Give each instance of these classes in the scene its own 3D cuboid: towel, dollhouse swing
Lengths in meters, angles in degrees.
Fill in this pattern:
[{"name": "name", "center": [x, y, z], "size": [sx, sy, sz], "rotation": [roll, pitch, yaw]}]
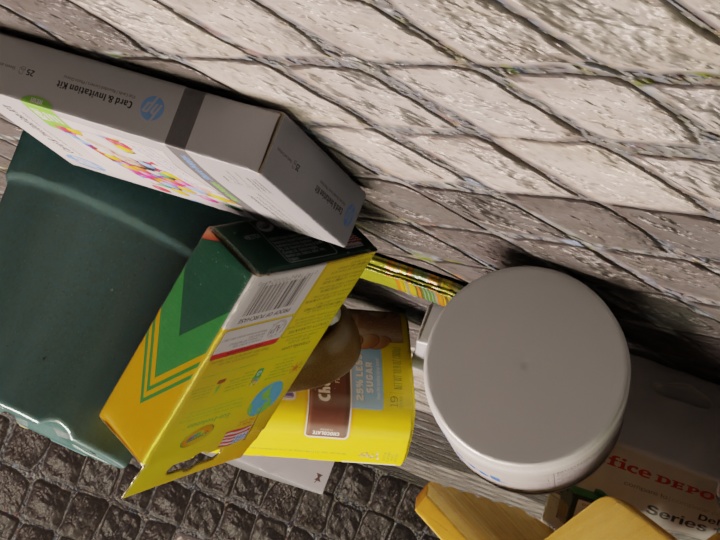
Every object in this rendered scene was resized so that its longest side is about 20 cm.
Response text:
[{"name": "towel", "center": [0.000, 0.000, 1.477], "size": [0.200, 0.018, 0.086], "rotation": [19, 171, 13]}, {"name": "dollhouse swing", "center": [0.171, 0.182, 1.370], "size": [0.200, 0.182, 0.176], "rotation": [23, -147, -48]}]

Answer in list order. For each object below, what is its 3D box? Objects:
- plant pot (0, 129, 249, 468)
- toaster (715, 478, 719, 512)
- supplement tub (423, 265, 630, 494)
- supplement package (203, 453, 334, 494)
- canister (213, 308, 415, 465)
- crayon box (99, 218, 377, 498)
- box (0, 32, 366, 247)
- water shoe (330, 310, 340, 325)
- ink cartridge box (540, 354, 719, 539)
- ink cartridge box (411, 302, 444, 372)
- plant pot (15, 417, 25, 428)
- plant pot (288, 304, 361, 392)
[{"name": "plant pot", "center": [-0.186, 0.019, 1.371], "size": [0.200, 0.196, 0.200], "rotation": [24, 169, 5]}, {"name": "toaster", "center": [0.333, 0.147, 1.308], "size": [0.200, 0.114, 0.129], "rotation": [20, 176, -28]}, {"name": "supplement tub", "center": [0.112, 0.077, 1.314], "size": [0.132, 0.132, 0.200], "rotation": [19, 171, 11]}, {"name": "supplement package", "center": [-0.120, 0.145, 2.228], "size": [0.152, 0.151, 0.200], "rotation": [25, 171, -26]}, {"name": "canister", "center": [-0.061, 0.090, 1.640], "size": [0.200, 0.149, 0.087], "rotation": [5, 132, -8]}, {"name": "crayon box", "center": [-0.087, 0.052, 1.293], "size": [0.051, 0.200, 0.127], "rotation": [45, -150, 22]}, {"name": "box", "center": [-0.113, -0.077, 1.176], "size": [0.200, 0.041, 0.156], "rotation": [19, 172, 21]}, {"name": "water shoe", "center": [-0.113, 0.008, 1.537], "size": [0.200, 0.079, 0.072], "rotation": [28, -178, -12]}, {"name": "ink cartridge box", "center": [0.216, 0.167, 1.490], "size": [0.146, 0.084, 0.200], "rotation": [18, 140, 11]}, {"name": "ink cartridge box", "center": [0.140, 0.089, 1.630], "size": [0.200, 0.041, 0.200], "rotation": [20, 172, 3]}, {"name": "plant pot", "center": [-0.242, 0.077, 2.048], "size": [0.184, 0.200, 0.200], "rotation": [12, 176, -25]}, {"name": "plant pot", "center": [-0.096, 0.035, 1.590], "size": [0.200, 0.028, 0.200], "rotation": [9, -154, -4]}]
